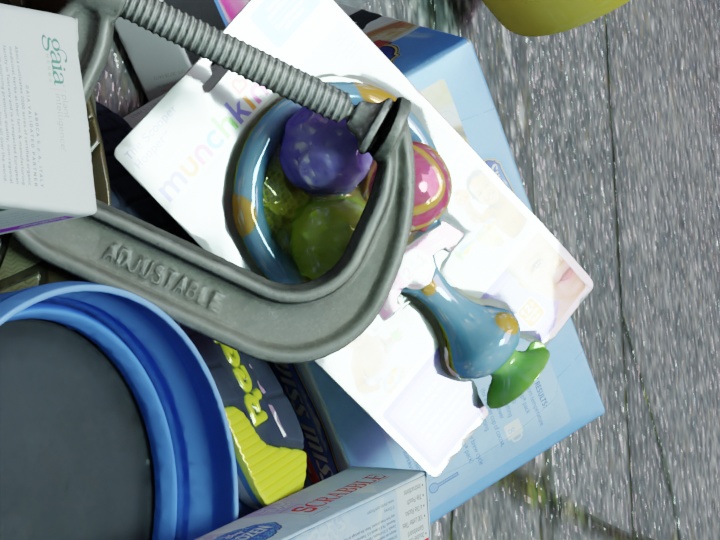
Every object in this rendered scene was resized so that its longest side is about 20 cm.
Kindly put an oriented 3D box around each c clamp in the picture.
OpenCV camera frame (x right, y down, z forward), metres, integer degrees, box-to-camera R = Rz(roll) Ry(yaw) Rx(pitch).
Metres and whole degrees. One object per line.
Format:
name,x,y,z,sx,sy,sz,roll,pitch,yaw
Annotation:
c clamp,-0.059,-0.064,1.138,0.200,0.027,0.171,31,85,-10

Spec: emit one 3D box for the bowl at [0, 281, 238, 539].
bowl,-0.126,0.104,1.108,0.200,0.039,0.201,-10,103,-51

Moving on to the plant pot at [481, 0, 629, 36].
plant pot,0.103,-0.266,1.626,0.189,0.201,0.201,47,37,-22

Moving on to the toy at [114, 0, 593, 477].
toy,0.008,-0.020,1.194,0.200,0.047,0.115,47,73,-20

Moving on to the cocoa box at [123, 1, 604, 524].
cocoa box,0.000,0.000,1.303,0.133,0.131,0.200,-30,115,-20

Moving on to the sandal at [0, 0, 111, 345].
sandal,-0.148,-0.058,1.165,0.055,0.082,0.201,140,-56,-75

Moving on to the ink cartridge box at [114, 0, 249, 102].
ink cartridge box,-0.062,-0.079,1.377,0.095,0.037,0.200,-62,137,-54

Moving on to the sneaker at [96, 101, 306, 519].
sneaker,-0.099,0.023,1.219,0.074,0.082,0.200,-14,79,-62

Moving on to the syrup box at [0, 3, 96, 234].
syrup box,-0.188,-0.058,1.030,0.200,0.081,0.079,5,76,-57

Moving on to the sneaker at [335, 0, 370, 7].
sneaker,-0.033,-0.196,1.391,0.200,0.075,0.114,75,-6,-79

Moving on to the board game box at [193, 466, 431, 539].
board game box,-0.029,0.199,1.165,0.200,0.041,0.200,-17,106,-59
